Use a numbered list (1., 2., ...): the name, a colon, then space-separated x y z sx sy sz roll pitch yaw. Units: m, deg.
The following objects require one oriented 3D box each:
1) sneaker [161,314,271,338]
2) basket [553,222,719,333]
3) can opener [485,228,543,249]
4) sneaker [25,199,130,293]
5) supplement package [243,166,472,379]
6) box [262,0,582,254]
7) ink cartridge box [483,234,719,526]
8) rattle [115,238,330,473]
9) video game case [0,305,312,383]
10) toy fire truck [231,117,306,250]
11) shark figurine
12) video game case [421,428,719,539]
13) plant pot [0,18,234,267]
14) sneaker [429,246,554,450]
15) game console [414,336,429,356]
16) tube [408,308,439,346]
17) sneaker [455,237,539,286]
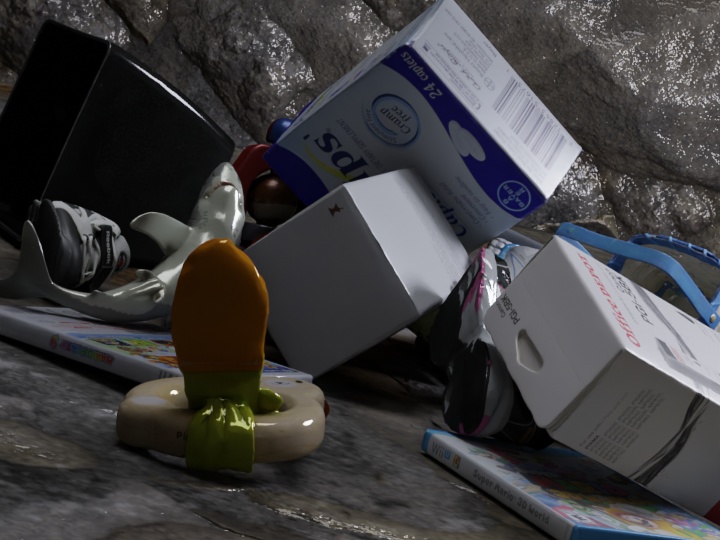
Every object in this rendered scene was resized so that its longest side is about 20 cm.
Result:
1. sneaker: -0.101 0.018 1.595 0.114 0.076 0.200 12 4 -5
2. basket: 0.315 0.025 2.078 0.176 0.139 0.200 23 -20 52
3. can opener: 0.181 0.020 1.730 0.200 0.053 0.067 32 -18 48
4. sneaker: -0.233 -0.021 1.627 0.088 0.075 0.200 11 8 -14
5. supplement package: 0.000 0.000 1.553 0.117 0.117 0.200 60 18 3
6. box: 0.053 -0.102 1.686 0.184 0.200 0.105 47 40 -10
7. ink cartridge box: 0.200 0.080 1.350 0.199 0.083 0.147 29 21 -32
8. rattle: -0.070 0.046 1.212 0.130 0.144 0.200 -9 4 28
9. video game case: -0.153 0.057 1.372 0.199 0.018 0.143 15 6 33
10. toy fire truck: -0.050 -0.049 1.789 0.199 0.169 0.112 12 -3 -27
11. shark figurine: -0.166 0.012 1.448 0.214 0.129 0.089 -21 -11 -31
12. video game case: 0.147 0.152 1.305 0.142 0.018 0.200 10 8 -29
13. plant pot: -0.242 -0.109 1.881 0.177 0.201 0.199 23 2 -31
14. sneaker: 0.106 0.068 1.433 0.086 0.080 0.200 26 34 -17
15. game console: 0.154 0.097 1.741 0.176 0.031 0.200 7 8 -15
16. tube: 0.064 0.036 1.737 0.058 0.052 0.200 44 -2 -13
17. sneaker: 0.130 0.028 1.570 0.086 0.075 0.200 1 28 20
